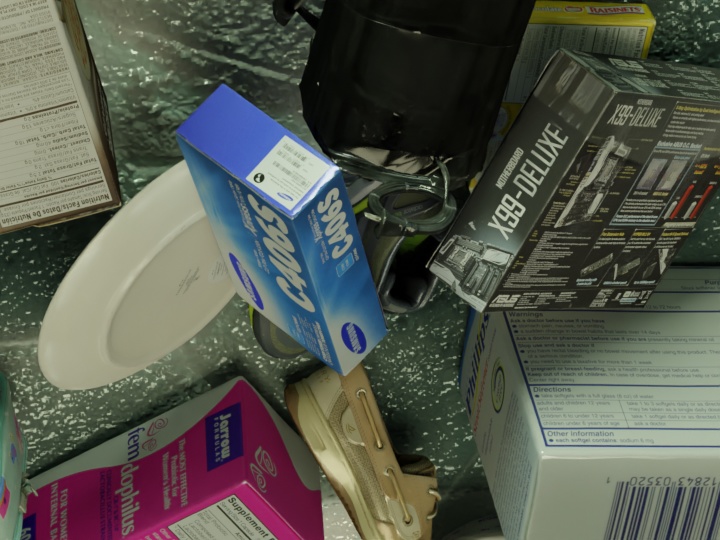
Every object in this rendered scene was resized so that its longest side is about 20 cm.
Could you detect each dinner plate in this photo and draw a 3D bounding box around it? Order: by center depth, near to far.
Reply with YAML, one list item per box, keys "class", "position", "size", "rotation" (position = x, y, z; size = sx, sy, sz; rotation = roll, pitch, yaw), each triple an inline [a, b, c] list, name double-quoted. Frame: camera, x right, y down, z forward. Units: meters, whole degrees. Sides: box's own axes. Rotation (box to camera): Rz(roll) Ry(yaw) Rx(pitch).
- class: "dinner plate"
  position: [-0.113, 0.003, 1.670]
  size: [0.200, 0.024, 0.200]
  rotation: [-40, 159, -19]

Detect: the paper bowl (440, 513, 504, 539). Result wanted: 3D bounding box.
- class: "paper bowl"
  position: [0.118, 0.267, 1.918]
  size: [0.200, 0.104, 0.201]
  rotation: [3, 102, 16]

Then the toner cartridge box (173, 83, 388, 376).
- class: "toner cartridge box"
  position: [-0.043, -0.020, 1.602]
  size: [0.043, 0.095, 0.200]
  rotation: [-45, 154, -15]

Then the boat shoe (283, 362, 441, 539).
- class: "boat shoe"
  position: [0.023, 0.150, 1.830]
  size: [0.064, 0.071, 0.200]
  rotation: [-30, 105, 1]

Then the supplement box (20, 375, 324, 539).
- class: "supplement box"
  position: [-0.132, 0.171, 1.815]
  size: [0.200, 0.101, 0.103]
  rotation: [-26, 129, 17]

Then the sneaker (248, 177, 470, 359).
- class: "sneaker"
  position: [0.000, 0.000, 1.715]
  size: [0.074, 0.081, 0.200]
  rotation: [16, 134, -35]

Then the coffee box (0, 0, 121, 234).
- class: "coffee box"
  position: [-0.202, -0.136, 1.560]
  size: [0.080, 0.114, 0.200]
  rotation: [-14, 131, 1]

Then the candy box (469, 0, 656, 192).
- class: "candy box"
  position: [0.115, -0.081, 1.723]
  size: [0.102, 0.026, 0.200]
  rotation: [0, 129, -14]

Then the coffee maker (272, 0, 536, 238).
- class: "coffee maker"
  position: [0.050, -0.155, 1.542]
  size: [0.134, 0.192, 0.200]
  rotation: [-4, 132, -25]

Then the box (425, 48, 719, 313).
- class: "box"
  position: [0.146, -0.051, 1.659]
  size: [0.200, 0.050, 0.158]
  rotation: [-1, 126, -55]

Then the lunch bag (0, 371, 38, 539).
- class: "lunch bag"
  position: [-0.305, 0.137, 1.732]
  size: [0.200, 0.160, 0.077]
  rotation: [-9, 125, 3]

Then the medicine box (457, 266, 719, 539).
- class: "medicine box"
  position: [0.173, 0.091, 1.759]
  size: [0.182, 0.200, 0.103]
  rotation: [1, 126, -12]
